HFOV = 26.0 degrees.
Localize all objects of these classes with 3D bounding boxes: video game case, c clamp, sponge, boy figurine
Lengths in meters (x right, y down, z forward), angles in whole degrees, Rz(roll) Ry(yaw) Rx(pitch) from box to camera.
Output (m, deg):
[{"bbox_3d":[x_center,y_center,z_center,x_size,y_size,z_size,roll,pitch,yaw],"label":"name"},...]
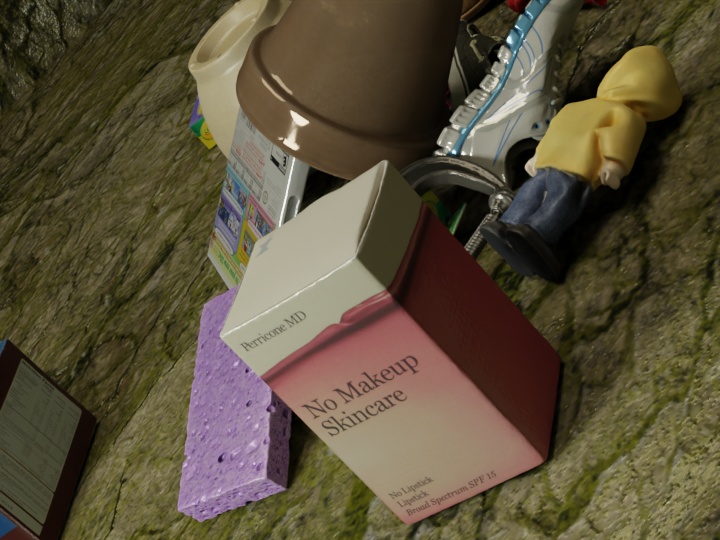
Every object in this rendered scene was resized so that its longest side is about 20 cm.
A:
[{"bbox_3d":[-0.101,-0.063,1.535,0.200,0.022,0.184,-132,52,-61],"label":"video game case"},{"bbox_3d":[0.064,-0.012,1.248,0.169,0.027,0.201,12,55,30],"label":"c clamp"},{"bbox_3d":[-0.100,0.101,1.314,0.111,0.030,0.202,-27,47,39],"label":"sponge"},{"bbox_3d":[0.173,-0.088,1.205,0.201,0.064,0.124,-51,23,-16],"label":"boy figurine"}]

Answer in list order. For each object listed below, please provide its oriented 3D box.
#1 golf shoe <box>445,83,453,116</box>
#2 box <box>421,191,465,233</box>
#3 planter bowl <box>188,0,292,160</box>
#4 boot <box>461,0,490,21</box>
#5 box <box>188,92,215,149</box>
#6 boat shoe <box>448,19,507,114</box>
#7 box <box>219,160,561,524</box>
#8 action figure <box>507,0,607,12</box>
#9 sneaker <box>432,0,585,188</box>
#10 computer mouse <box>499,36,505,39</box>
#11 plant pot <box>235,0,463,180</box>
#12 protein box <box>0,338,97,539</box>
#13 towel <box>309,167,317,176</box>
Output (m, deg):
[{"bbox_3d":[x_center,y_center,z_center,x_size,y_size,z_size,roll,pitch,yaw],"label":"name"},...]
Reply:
[{"bbox_3d":[0.057,-0.167,1.529,0.072,0.092,0.201,-33,46,4],"label":"golf shoe"},{"bbox_3d":[0.000,0.000,1.355,0.199,0.048,0.118,-22,32,41],"label":"box"},{"bbox_3d":[-0.099,-0.213,1.677,0.199,0.135,0.201,-35,27,21],"label":"planter bowl"},{"bbox_3d":[0.085,-0.310,1.721,0.199,0.076,0.074,-16,34,48],"label":"boot"},{"bbox_3d":[-0.134,-0.254,2.037,0.199,0.048,0.118,-35,25,20],"label":"box"},{"bbox_3d":[0.119,-0.181,1.455,0.063,0.071,0.201,-34,35,20],"label":"boat shoe"},{"bbox_3d":[0.024,0.052,1.042,0.127,0.200,0.110,-30,26,31],"label":"box"},{"bbox_3d":[0.188,-0.288,1.545,0.066,0.052,0.200,-53,21,-10],"label":"action figure"},{"bbox_3d":[0.150,-0.153,1.331,0.201,0.086,0.075,-58,-18,4],"label":"sneaker"},{"bbox_3d":[0.094,-0.215,1.596,0.199,0.034,0.059,-6,43,56],"label":"computer mouse"},{"bbox_3d":[0.010,-0.201,1.352,0.201,0.198,0.176,-86,18,-58],"label":"plant pot"},{"bbox_3d":[-0.396,0.216,1.567,0.198,0.135,0.201,-34,25,25],"label":"protein box"},{"bbox_3d":[-0.042,-0.172,1.741,0.199,0.048,0.172,-33,28,26],"label":"towel"}]
